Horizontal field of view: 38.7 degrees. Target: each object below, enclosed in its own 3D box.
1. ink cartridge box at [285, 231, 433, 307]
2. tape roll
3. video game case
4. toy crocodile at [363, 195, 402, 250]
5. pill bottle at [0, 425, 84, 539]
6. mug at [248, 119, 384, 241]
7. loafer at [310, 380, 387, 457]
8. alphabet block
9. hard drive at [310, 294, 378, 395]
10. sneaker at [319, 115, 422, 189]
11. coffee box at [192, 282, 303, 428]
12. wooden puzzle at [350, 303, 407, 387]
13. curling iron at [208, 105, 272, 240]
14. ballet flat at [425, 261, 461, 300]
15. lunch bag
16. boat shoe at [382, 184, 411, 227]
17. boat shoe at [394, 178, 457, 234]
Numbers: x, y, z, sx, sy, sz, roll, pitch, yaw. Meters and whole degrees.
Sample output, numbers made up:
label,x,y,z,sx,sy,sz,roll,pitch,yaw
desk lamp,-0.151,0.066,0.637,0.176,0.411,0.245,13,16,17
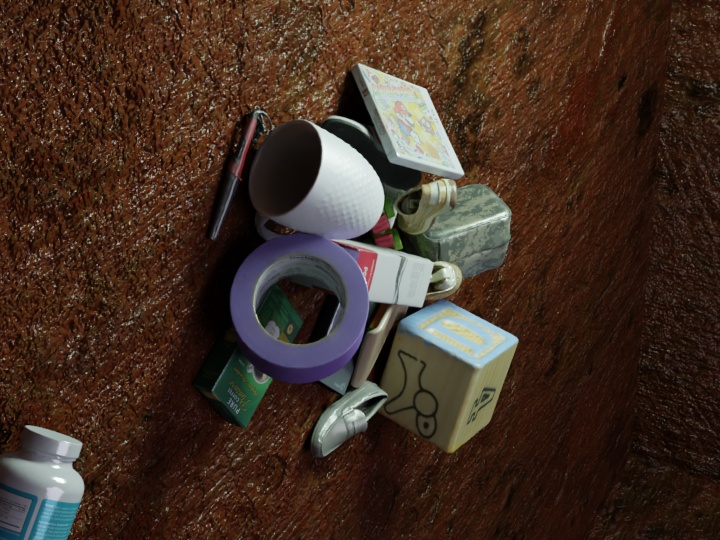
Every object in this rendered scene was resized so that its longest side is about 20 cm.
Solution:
label,x,y,z,sx,sy,sz,roll,pitch,yaw
ink cartridge box,0.000,0.000,1.662,0.199,0.146,0.084,9,96,-49
tape roll,-0.088,0.055,1.479,0.085,0.199,0.201,101,15,-69
video game case,0.081,-0.245,1.705,0.199,0.023,0.183,7,56,-52
toy crocodile,0.035,-0.067,1.790,0.062,0.067,0.201,-111,-178,-46
pill bottle,-0.385,0.284,1.173,0.111,0.110,0.202,33,75,-60
mug,-0.070,-0.105,1.515,0.200,0.148,0.175,-40,142,23
loafer,-0.021,0.270,1.866,0.200,0.069,0.070,-46,141,-42
alphabet block,0.167,0.203,2.014,0.196,0.194,0.201,-20,133,-54
hard drive,-0.033,0.108,1.808,0.140,0.033,0.201,41,67,-59
sneaker,0.013,-0.222,1.691,0.199,0.084,0.121,28,32,-30
coffee box,-0.168,0.123,1.560,0.201,0.044,0.123,-63,147,-23
wooden puzzle,0.042,0.096,1.882,0.200,0.037,0.186,-55,168,-37
curling iron,-0.171,-0.136,1.449,0.050,0.025,0.202,33,74,-57
ballet flat,0.118,0.018,1.812,0.199,0.065,0.071,-12,81,-37
lunch bag,0.178,-0.050,1.955,0.199,0.139,0.169,-19,130,-19
boat shoe,0.057,-0.152,1.808,0.071,0.069,0.202,-27,128,-53
boat shoe,0.092,-0.111,1.733,0.200,0.075,0.072,137,-51,-65
